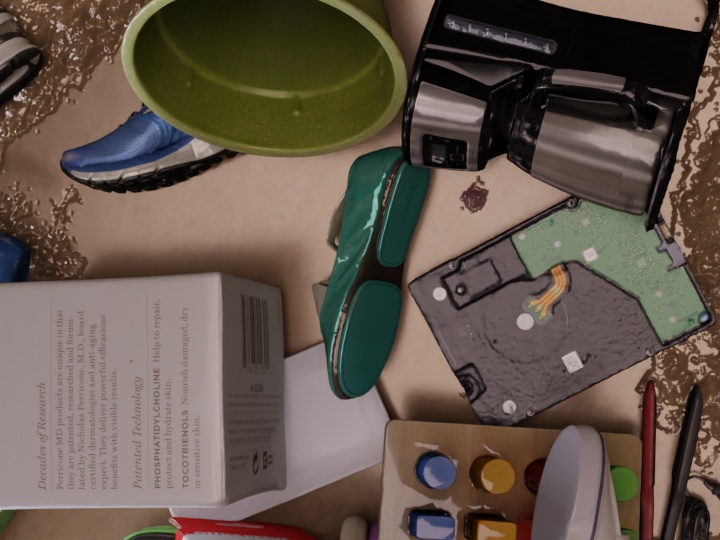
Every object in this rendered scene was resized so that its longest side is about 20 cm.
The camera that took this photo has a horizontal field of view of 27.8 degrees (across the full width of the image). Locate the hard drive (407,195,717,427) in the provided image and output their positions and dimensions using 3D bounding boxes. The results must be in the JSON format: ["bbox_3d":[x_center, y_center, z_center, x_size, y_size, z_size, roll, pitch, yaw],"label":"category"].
[{"bbox_3d":[0.156,0.024,1.130,0.200,0.038,0.140,-29,91,11],"label":"hard drive"}]

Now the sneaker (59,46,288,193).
[{"bbox_3d":[-0.145,-0.121,1.149,0.200,0.079,0.089,-21,85,1],"label":"sneaker"}]

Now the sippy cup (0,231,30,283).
[{"bbox_3d":[-0.339,0.007,1.161,0.130,0.178,0.140,17,68,-5],"label":"sippy cup"}]

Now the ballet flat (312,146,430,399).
[{"bbox_3d":[0.000,0.000,1.137,0.070,0.067,0.200,14,90,44],"label":"ballet flat"}]

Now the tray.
[{"bbox_3d":[-0.075,0.135,1.182,0.200,0.022,0.108,-23,92,10],"label":"tray"}]

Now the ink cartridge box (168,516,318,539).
[{"bbox_3d":[-0.073,0.242,1.087,0.116,0.200,0.067,8,92,-21],"label":"ink cartridge box"}]

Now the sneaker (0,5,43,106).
[{"bbox_3d":[-0.366,-0.155,1.182,0.200,0.076,0.115,-38,80,2],"label":"sneaker"}]

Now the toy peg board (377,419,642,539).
[{"bbox_3d":[0.115,0.215,1.068,0.199,0.098,0.200,4,83,-4],"label":"toy peg board"}]

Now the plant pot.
[{"bbox_3d":[-0.059,-0.217,1.054,0.200,0.200,0.190,1,61,8],"label":"plant pot"}]

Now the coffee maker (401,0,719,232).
[{"bbox_3d":[0.146,-0.140,1.076,0.200,0.192,0.135,17,135,10],"label":"coffee maker"}]

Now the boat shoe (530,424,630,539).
[{"bbox_3d":[0.160,0.208,0.999,0.070,0.071,0.200,8,79,-16],"label":"boat shoe"}]

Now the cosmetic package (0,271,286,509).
[{"bbox_3d":[-0.173,0.092,1.101,0.200,0.167,0.167,-3,85,13],"label":"cosmetic package"}]

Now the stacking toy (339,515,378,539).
[{"bbox_3d":[0.080,0.247,1.146,0.200,0.085,0.086,7,96,2],"label":"stacking toy"}]

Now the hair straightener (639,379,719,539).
[{"bbox_3d":[0.254,0.186,1.128,0.077,0.041,0.200,3,95,8],"label":"hair straightener"}]

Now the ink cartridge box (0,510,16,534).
[{"bbox_3d":[-0.368,0.224,1.214,0.104,0.059,0.200,34,99,4],"label":"ink cartridge box"}]

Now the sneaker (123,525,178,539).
[{"bbox_3d":[-0.116,0.279,1.163,0.200,0.084,0.077,36,127,5],"label":"sneaker"}]
